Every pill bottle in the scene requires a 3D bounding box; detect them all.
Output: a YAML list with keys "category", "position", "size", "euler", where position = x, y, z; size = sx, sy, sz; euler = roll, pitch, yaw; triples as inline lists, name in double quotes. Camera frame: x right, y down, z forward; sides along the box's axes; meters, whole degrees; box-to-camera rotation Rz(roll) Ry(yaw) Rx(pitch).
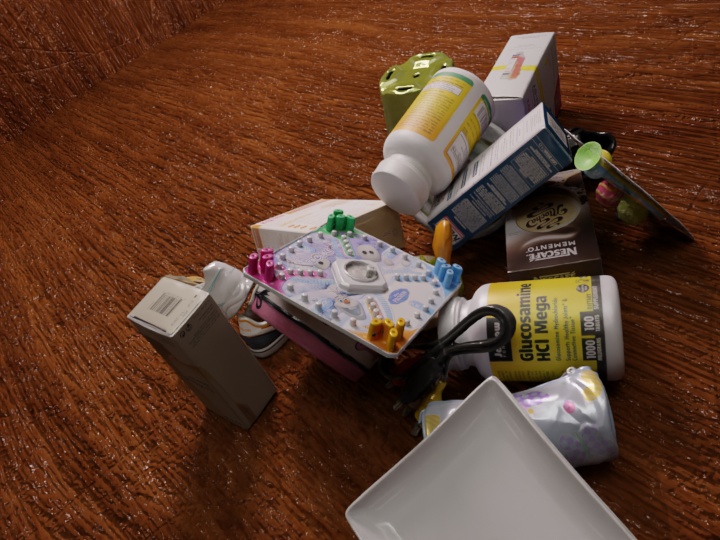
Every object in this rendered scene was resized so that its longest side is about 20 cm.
- category: "pill bottle"
  position: [0.192, 0.069, 0.657]
  size: [0.195, 0.114, 0.114]
  euler: [-5, 43, 23]
- category: "pill bottle"
  position: [0.101, -0.182, 0.821]
  size: [0.111, 0.113, 0.202]
  euler: [18, 64, 39]

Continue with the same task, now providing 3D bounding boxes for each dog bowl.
- category: "dog bowl"
  position: [-0.054, 0.067, 0.737]
  size: [0.198, 0.200, 0.075]
  euler: [26, 78, 43]

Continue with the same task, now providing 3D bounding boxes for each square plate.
- category: "square plate"
  position: [0.114, 0.238, 0.516]
  size: [0.199, 0.028, 0.199]
  euler: [-41, 64, 1]

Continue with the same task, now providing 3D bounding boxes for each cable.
- category: "cable"
  position: [0.091, 0.094, 0.647]
  size: [0.201, 0.050, 0.098]
  euler: [-50, 60, 26]

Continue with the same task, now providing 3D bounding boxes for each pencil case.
- category: "pencil case"
  position: [0.160, 0.164, 0.588]
  size: [0.195, 0.093, 0.083]
  euler: [-17, -1, 13]

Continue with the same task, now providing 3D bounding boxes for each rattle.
- category: "rattle"
  position: [0.037, 0.003, 0.796]
  size: [0.196, 0.143, 0.133]
  euler: [11, 69, 28]

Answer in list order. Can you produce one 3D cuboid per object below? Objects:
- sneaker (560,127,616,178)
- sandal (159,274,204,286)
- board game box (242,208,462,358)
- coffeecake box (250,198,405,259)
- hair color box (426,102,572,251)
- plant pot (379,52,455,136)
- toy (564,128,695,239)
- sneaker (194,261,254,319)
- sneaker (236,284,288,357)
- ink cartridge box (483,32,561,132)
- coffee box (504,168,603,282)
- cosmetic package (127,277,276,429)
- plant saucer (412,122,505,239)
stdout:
- category: "sneaker"
  position: [0.282, -0.171, 0.835]
  size: [0.195, 0.072, 0.100]
  euler: [-13, -7, -10]
- category: "sandal"
  position: [-0.277, 0.045, 0.972]
  size: [0.053, 0.082, 0.197]
  euler: [-25, 29, -36]
- category: "board game box"
  position: [0.000, 0.000, 0.658]
  size: [0.197, 0.026, 0.199]
  euler: [27, 33, 20]
- category: "coffeecake box"
  position: [-0.054, -0.054, 0.883]
  size: [0.151, 0.075, 0.198]
  euler: [-26, 21, -33]
- category: "hair color box"
  position: [0.184, -0.124, 0.775]
  size: [0.199, 0.060, 0.101]
  euler: [-38, 16, 32]
- category: "plant pot"
  position: [0.117, -0.262, 0.998]
  size: [0.195, 0.186, 0.203]
  euler: [-15, 40, 13]
- category: "toy"
  position: [0.332, -0.095, 0.728]
  size: [0.047, 0.198, 0.116]
  euler: [-48, 38, 18]
- category: "sneaker"
  position: [-0.236, 0.067, 0.859]
  size: [0.202, 0.079, 0.071]
  euler: [-52, 12, 21]
- category: "sneaker"
  position: [-0.104, 0.037, 0.876]
  size: [0.077, 0.080, 0.200]
  euler: [19, 55, 42]
- category: "ink cartridge box"
  position: [0.273, -0.284, 0.971]
  size: [0.082, 0.147, 0.202]
  euler: [9, 50, 32]
- category: "coffee box"
  position: [0.252, -0.041, 0.761]
  size: [0.110, 0.081, 0.202]
  euler: [-9, 38, 19]
- category: "cosmetic package"
  position: [-0.201, 0.111, 0.749]
  size: [0.103, 0.202, 0.072]
  euler: [13, 52, 38]
- category: "plant saucer"
  position: [0.158, -0.143, 0.909]
  size: [0.194, 0.050, 0.206]
  euler: [-1, 78, 3]
